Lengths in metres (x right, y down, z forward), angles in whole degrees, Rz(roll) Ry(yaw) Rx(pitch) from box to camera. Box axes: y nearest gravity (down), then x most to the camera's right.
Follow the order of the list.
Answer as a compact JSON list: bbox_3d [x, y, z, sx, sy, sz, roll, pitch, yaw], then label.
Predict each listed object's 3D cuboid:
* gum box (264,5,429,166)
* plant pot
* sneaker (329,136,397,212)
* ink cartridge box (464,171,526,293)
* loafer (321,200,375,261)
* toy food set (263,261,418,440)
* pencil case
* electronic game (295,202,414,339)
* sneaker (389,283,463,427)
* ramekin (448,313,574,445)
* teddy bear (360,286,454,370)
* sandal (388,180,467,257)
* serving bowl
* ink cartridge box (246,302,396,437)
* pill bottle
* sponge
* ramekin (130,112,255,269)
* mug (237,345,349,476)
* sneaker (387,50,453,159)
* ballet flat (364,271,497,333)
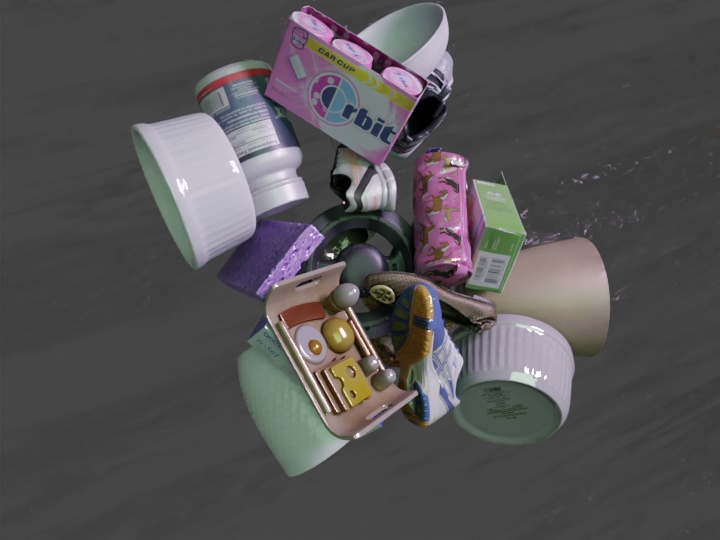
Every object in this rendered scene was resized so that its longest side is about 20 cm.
[{"bbox_3d":[-0.025,-0.247,0.758,0.199,0.114,0.066,31,43,-3],"label":"gum box"},{"bbox_3d":[0.256,0.046,0.897,0.198,0.187,0.189,-2,87,-1],"label":"plant pot"},{"bbox_3d":[-0.015,-0.157,0.832,0.079,0.201,0.074,-11,133,-15],"label":"sneaker"},{"bbox_3d":[0.187,-0.068,0.858,0.059,0.201,0.105,10,125,-4],"label":"ink cartridge box"},{"bbox_3d":[-0.003,-0.075,0.880,0.075,0.068,0.201,30,80,-11],"label":"loafer"},{"bbox_3d":[-0.017,0.091,0.699,0.143,0.060,0.201,-19,76,-52],"label":"toy food set"},{"bbox_3d":[0.116,-0.074,0.808,0.082,0.087,0.202,4,65,-1],"label":"pencil case"},{"bbox_3d":[0.000,0.000,0.824,0.198,0.042,0.202,1,87,-10],"label":"electronic game"},{"bbox_3d":[0.095,0.108,0.768,0.088,0.075,0.202,-15,113,-33],"label":"sneaker"},{"bbox_3d":[0.217,0.172,0.846,0.199,0.200,0.106,30,43,-11],"label":"ramekin"},{"bbox_3d":[0.076,0.058,0.869,0.145,0.067,0.200,42,95,-7],"label":"teddy bear"},{"bbox_3d":[0.109,-0.065,0.913,0.080,0.054,0.201,26,91,-4],"label":"sandal"},{"bbox_3d":[0.048,-0.315,0.859,0.200,0.200,0.066,-47,129,-12],"label":"serving bowl"},{"bbox_3d":[-0.044,0.116,0.739,0.200,0.044,0.094,43,36,-14],"label":"ink cartridge box"},{"bbox_3d":[-0.151,-0.184,0.822,0.119,0.120,0.202,-21,93,-14],"label":"pill bottle"},{"bbox_3d":[-0.132,-0.017,0.779,0.030,0.200,0.112,41,76,-25],"label":"sponge"},{"bbox_3d":[-0.221,-0.111,0.764,0.097,0.200,0.202,-25,93,-21],"label":"ramekin"},{"bbox_3d":[-0.075,0.162,0.823,0.199,0.147,0.176,-32,87,-44],"label":"mug"},{"bbox_3d":[0.112,-0.273,0.883,0.077,0.140,0.202,26,82,-13],"label":"sneaker"},{"bbox_3d":[0.099,0.047,0.783,0.198,0.067,0.047,17,65,-13],"label":"ballet flat"}]
